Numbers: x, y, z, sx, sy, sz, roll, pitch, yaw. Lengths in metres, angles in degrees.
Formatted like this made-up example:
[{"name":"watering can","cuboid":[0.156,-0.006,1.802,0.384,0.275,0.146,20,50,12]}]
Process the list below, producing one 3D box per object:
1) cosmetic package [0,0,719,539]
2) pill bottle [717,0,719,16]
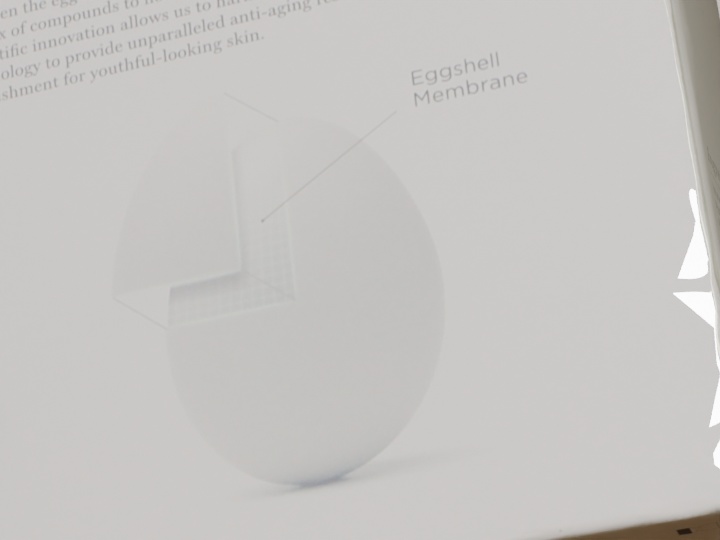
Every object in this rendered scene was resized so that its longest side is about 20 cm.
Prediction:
[{"name":"cosmetic package","cuboid":[0.000,0.000,0.754,0.198,0.123,0.201,-11,68,13]},{"name":"pill bottle","cuboid":[0.080,0.023,0.850,0.109,0.110,0.201,24,76,-5]}]
